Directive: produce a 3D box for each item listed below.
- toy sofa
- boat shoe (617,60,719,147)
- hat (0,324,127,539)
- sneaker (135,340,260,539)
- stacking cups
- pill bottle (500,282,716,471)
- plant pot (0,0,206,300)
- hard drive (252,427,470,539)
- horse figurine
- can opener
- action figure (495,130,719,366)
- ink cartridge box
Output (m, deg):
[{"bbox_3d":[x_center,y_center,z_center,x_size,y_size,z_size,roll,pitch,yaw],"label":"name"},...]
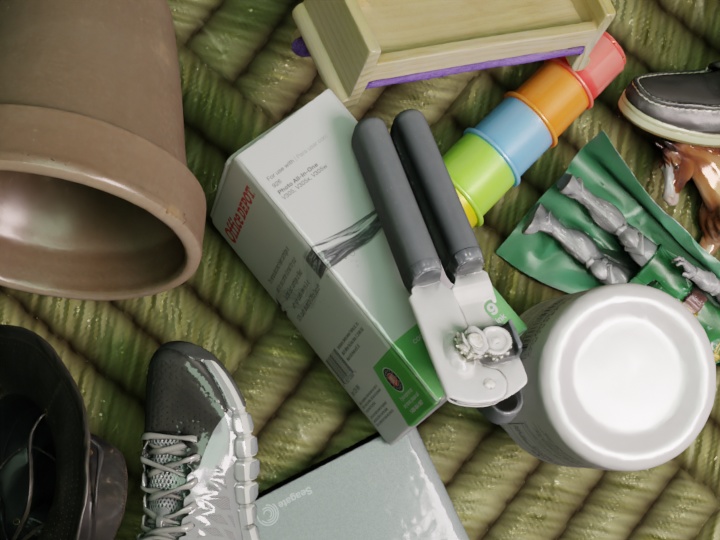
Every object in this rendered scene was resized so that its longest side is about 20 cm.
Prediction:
[{"bbox_3d":[0.059,-0.159,1.267,0.199,0.098,0.083,-12,64,-28],"label":"toy sofa"},{"bbox_3d":[0.279,-0.127,1.339,0.199,0.072,0.066,3,125,-15],"label":"boat shoe"},{"bbox_3d":[-0.197,0.133,1.213,0.081,0.200,0.202,8,84,-39],"label":"hat"},{"bbox_3d":[-0.120,0.152,1.220,0.115,0.075,0.201,-23,104,-54],"label":"sneaker"},{"bbox_3d":[0.104,-0.092,1.320,0.200,0.060,0.061,-45,94,-10],"label":"stacking cups"},{"bbox_3d":[0.146,0.071,1.245,0.114,0.200,0.115,1,85,-10],"label":"pill bottle"},{"bbox_3d":[-0.185,-0.097,1.222,0.199,0.200,0.176,12,66,-9],"label":"plant pot"},{"bbox_3d":[0.015,0.220,1.297,0.139,0.033,0.201,-26,90,-10],"label":"hard drive"},{"bbox_3d":[0.302,-0.028,1.357,0.199,0.050,0.134,-2,92,-7],"label":"horse figurine"},{"bbox_3d":[0.043,-0.002,1.144,0.052,0.067,0.201,-12,68,-18],"label":"can opener"},{"bbox_3d":[0.205,0.010,1.321,0.200,0.055,0.118,37,119,-7],"label":"action figure"},{"bbox_3d":[0.000,0.000,1.238,0.084,0.146,0.200,-37,85,-17],"label":"ink cartridge box"}]
